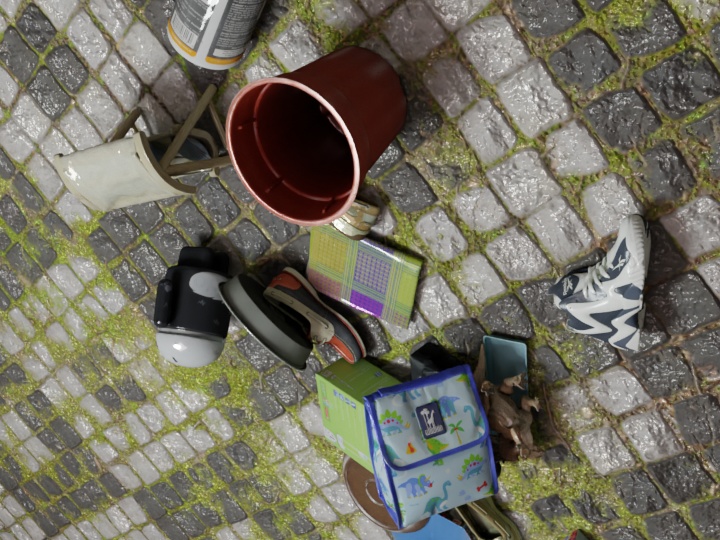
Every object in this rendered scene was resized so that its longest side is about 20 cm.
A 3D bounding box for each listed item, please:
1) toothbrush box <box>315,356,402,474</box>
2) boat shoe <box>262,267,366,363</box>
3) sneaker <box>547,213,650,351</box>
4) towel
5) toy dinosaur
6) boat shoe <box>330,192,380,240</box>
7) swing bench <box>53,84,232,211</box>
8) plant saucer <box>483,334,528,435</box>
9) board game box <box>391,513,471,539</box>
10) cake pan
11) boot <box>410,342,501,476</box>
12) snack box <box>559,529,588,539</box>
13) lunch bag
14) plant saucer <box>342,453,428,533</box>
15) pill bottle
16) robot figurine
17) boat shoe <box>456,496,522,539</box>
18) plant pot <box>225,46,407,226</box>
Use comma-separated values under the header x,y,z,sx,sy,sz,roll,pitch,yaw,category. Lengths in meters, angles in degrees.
x,y,z,sx,sy,sz,roll,pitch,yaw,category
0.025,0.247,1.530,0.199,0.086,0.147,28,135,44,toothbrush box
-0.074,0.085,1.527,0.200,0.063,0.071,46,150,-8,boat shoe
0.310,0.013,1.224,0.128,0.080,0.201,7,134,20,sneaker
0.000,0.000,1.461,0.198,0.023,0.145,24,131,18,towel
0.208,0.218,1.412,0.201,0.085,0.136,55,154,4,toy dinosaur
-0.056,-0.132,1.387,0.199,0.072,0.076,34,119,-1,boat shoe
-0.323,-0.173,1.435,0.197,0.200,0.131,-6,117,36,swing bench
0.229,0.185,1.439,0.069,0.019,0.202,10,125,28,plant saucer
0.141,0.484,1.685,0.198,0.039,0.160,21,128,34,board game box
-0.149,0.079,1.519,0.037,0.200,0.200,-44,91,6,cake pan
0.154,0.229,1.488,0.163,0.066,0.202,17,125,26,boot
0.378,0.544,1.550,0.200,0.053,0.142,45,124,0,snack box
0.100,0.251,1.369,0.127,0.168,0.203,-141,37,-68,lunch bag
0.037,0.393,1.674,0.199,0.032,0.203,24,128,34,plant saucer
-0.183,-0.382,1.259,0.116,0.116,0.201,39,133,4,pill bottle
-0.282,0.063,1.587,0.148,0.203,0.125,11,171,-19,robot figurine
0.213,0.435,1.586,0.073,0.063,0.202,-15,112,38,boat shoe
-0.042,-0.195,1.237,0.199,0.195,0.203,17,129,23,plant pot
